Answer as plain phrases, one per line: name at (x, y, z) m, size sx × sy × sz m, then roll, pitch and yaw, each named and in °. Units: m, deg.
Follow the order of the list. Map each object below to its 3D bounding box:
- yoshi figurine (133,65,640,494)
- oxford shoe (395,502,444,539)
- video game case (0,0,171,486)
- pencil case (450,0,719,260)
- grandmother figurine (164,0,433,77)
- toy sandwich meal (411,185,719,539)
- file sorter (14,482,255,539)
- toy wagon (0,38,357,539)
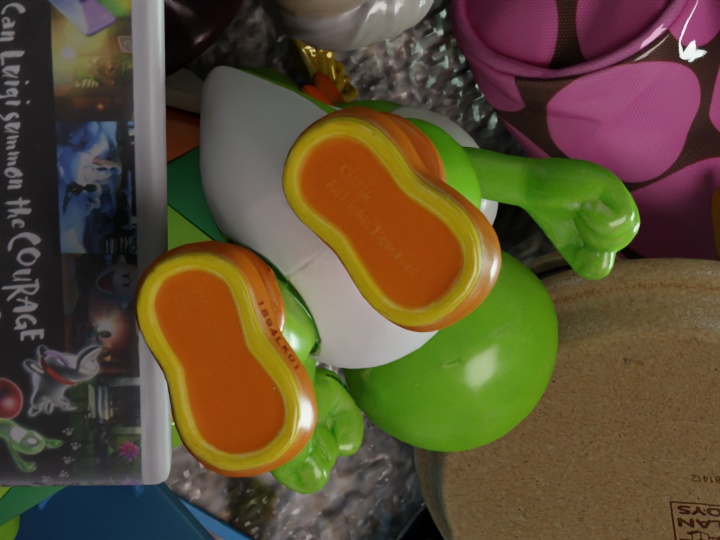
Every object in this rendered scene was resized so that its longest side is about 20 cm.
yoshi figurine at (0.012, 0.010, 0.764) m, size 0.200 × 0.112 × 0.112 m, roll -32°, pitch 132°, yaw -79°
oxford shoe at (0.028, 0.123, 0.980) m, size 0.075 × 0.070 × 0.200 m, roll 17°, pitch 102°, yaw -30°
video game case at (-0.137, -0.028, 0.707) m, size 0.182 × 0.023 × 0.200 m, roll 0°, pitch 126°, yaw -3°
pencil case at (0.107, -0.040, 0.906) m, size 0.200 × 0.091 × 0.094 m, roll 54°, pitch 51°, yaw -47°
grandmother figurine at (-0.059, -0.098, 0.749) m, size 0.200 × 0.061 × 0.121 m, roll 13°, pitch 101°, yaw -39°
toy sandwich meal at (0.116, 0.057, 0.893) m, size 0.070 × 0.205 × 0.205 m, roll -70°, pitch 156°, yaw -45°
file sorter at (-0.076, 0.180, 0.886) m, size 0.200 × 0.139 × 0.123 m, roll -49°, pitch 139°, yaw 3°
toy wagon at (-0.081, -0.005, 0.819) m, size 0.200 × 0.040 × 0.155 m, roll -30°, pitch 134°, yaw -16°
